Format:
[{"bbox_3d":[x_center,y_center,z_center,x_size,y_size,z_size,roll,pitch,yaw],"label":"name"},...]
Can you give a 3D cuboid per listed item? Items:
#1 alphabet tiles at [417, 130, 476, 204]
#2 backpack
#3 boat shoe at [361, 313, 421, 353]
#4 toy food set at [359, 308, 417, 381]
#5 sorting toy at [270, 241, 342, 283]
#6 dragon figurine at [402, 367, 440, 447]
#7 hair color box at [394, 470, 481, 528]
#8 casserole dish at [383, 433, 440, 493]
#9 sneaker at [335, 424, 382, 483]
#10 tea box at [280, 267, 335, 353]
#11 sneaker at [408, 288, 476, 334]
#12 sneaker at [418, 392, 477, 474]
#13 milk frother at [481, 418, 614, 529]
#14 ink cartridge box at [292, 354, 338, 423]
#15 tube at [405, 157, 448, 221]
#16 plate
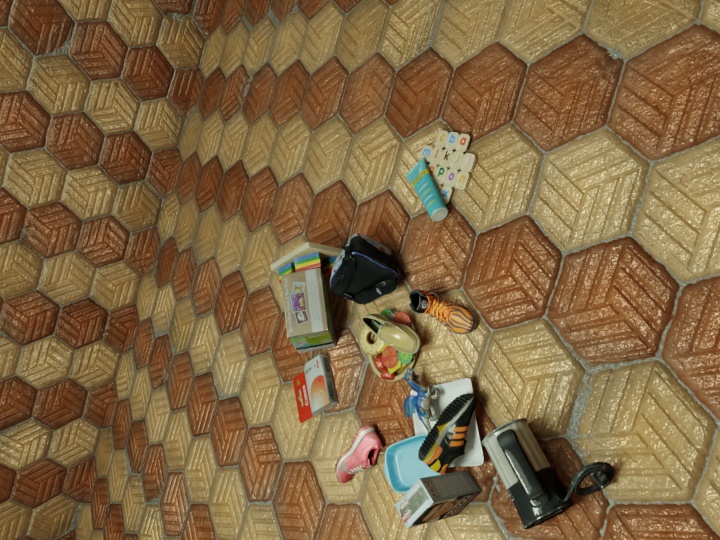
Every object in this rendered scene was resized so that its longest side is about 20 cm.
[{"bbox_3d":[0.238,-0.294,1.485,0.198,0.014,0.200,26,101,47],"label":"alphabet tiles"},{"bbox_3d":[0.000,0.000,1.543,0.191,0.198,0.156,-49,19,35],"label":"backpack"},{"bbox_3d":[0.076,0.172,1.423,0.198,0.075,0.073,20,94,46],"label":"boat shoe"},{"bbox_3d":[0.086,0.211,1.493,0.198,0.048,0.203,-42,53,31],"label":"toy food set"},{"bbox_3d":[-0.154,-0.008,1.689,0.197,0.198,0.071,-27,65,38],"label":"sorting toy"},{"bbox_3d":[0.151,0.349,1.332,0.098,0.058,0.205,-21,58,45],"label":"dragon figurine"},{"bbox_3d":[0.182,0.525,1.204,0.100,0.198,0.061,-54,48,21],"label":"hair color box"},{"bbox_3d":[0.141,0.491,1.329,0.199,0.038,0.124,-34,59,38],"label":"casserole dish"},{"bbox_3d":[-0.005,0.541,1.486,0.087,0.073,0.203,41,110,42],"label":"sneaker"},{"bbox_3d":[-0.161,0.129,1.641,0.130,0.197,0.204,-10,68,2],"label":"tea box"},{"bbox_3d":[0.199,0.107,1.355,0.198,0.111,0.079,24,97,46],"label":"sneaker"},{"bbox_3d":[0.226,0.390,1.244,0.201,0.090,0.070,-50,9,-8],"label":"sneaker"},{"bbox_3d":[0.387,0.398,1.091,0.196,0.182,0.190,-21,56,-8],"label":"milk frother"},{"bbox_3d":[-0.166,0.389,1.710,0.199,0.050,0.165,-34,57,32],"label":"ink cartridge box"},{"bbox_3d":[0.189,-0.229,1.486,0.077,0.050,0.203,-41,50,25],"label":"tube"},{"bbox_3d":[0.220,0.390,1.320,0.197,0.032,0.205,-23,64,40],"label":"plate"}]
